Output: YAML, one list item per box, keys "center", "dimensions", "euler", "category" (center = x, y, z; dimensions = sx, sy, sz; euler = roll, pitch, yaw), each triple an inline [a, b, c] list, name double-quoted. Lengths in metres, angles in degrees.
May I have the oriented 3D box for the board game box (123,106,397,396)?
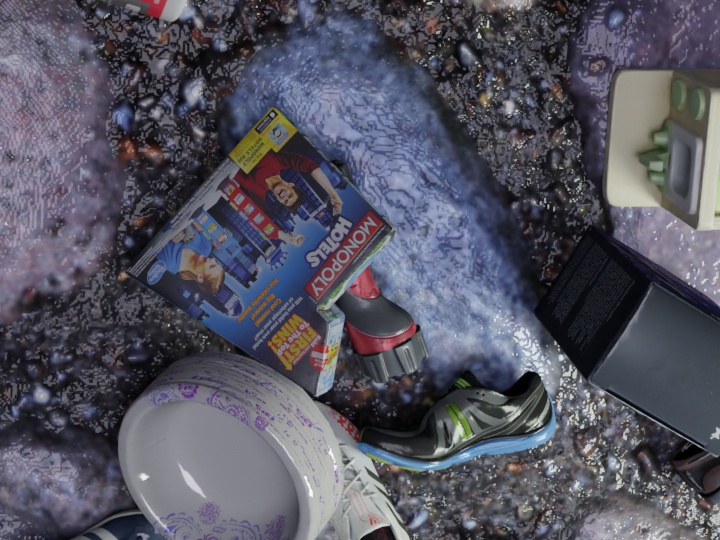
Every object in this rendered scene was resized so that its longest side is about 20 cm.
- center: [-0.066, -0.001, 1.503]
  dimensions: [0.200, 0.062, 0.200]
  euler: [46, 103, 6]
  category: "board game box"

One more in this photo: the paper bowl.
- center: [-0.108, 0.162, 1.544]
  dimensions: [0.199, 0.104, 0.202]
  euler: [15, 127, 22]
  category: "paper bowl"

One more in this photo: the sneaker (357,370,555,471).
- center: [0.087, 0.137, 1.616]
  dimensions: [0.198, 0.071, 0.083]
  euler: [-11, 97, -19]
  category: "sneaker"

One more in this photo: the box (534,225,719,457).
- center: [0.262, 0.060, 1.556]
  dimensions: [0.147, 0.200, 0.105]
  euler: [30, 99, -17]
  category: "box"

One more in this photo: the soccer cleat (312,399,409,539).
- center: [-0.008, 0.207, 1.611]
  dimensions: [0.068, 0.085, 0.201]
  euler: [-29, 109, -1]
  category: "soccer cleat"

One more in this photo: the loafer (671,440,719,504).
- center: [0.380, 0.135, 1.670]
  dimensions: [0.063, 0.072, 0.200]
  euler: [36, 100, -13]
  category: "loafer"

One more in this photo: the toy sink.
- center: [0.333, -0.110, 1.567]
  dimensions: [0.198, 0.112, 0.131]
  euler: [0, 105, -10]
  category: "toy sink"

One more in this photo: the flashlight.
- center: [0.000, 0.000, 1.564]
  dimensions: [0.067, 0.068, 0.201]
  euler: [-26, 109, -19]
  category: "flashlight"

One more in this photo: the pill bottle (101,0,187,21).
- center: [-0.229, -0.284, 1.419]
  dimensions: [0.199, 0.111, 0.111]
  euler: [16, 103, -14]
  category: "pill bottle"

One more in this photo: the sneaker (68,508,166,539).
- center: [-0.248, 0.279, 1.589]
  dimensions: [0.199, 0.085, 0.076]
  euler: [-17, 108, -5]
  category: "sneaker"
